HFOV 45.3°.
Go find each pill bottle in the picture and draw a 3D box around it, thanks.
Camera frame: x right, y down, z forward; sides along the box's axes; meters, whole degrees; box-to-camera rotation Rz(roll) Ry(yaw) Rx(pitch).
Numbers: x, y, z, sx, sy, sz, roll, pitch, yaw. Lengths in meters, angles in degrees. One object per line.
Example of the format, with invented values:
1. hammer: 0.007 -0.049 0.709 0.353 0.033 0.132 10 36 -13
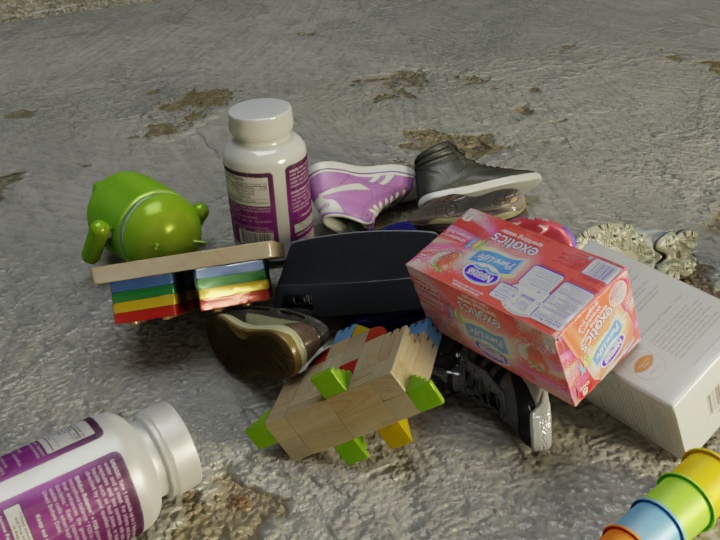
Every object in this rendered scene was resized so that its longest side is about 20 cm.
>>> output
1. pill bottle: -0.242 0.191 0.737 0.199 0.113 0.112 -22 35 -30
2. pill bottle: -0.126 -0.124 1.167 0.112 0.201 0.112 -2 30 1

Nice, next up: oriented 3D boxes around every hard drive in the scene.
1. hard drive: 0.000 0.000 1.032 0.199 0.042 0.135 -4 32 11

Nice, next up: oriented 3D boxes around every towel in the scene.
1. towel: 0.032 0.014 1.089 0.147 0.050 0.200 -17 32 -9

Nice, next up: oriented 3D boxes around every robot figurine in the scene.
1. robot figurine: -0.297 -0.066 1.184 0.175 0.116 0.200 -13 30 -41

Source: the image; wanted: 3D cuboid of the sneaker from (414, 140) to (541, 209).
1. sneaker: 0.171 -0.152 1.292 0.199 0.071 0.100 -10 69 -13

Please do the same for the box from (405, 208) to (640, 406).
1. box: 0.152 0.030 0.827 0.103 0.095 0.200 -40 39 -21

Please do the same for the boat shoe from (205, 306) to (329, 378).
1. boat shoe: -0.103 0.075 0.935 0.065 0.074 0.200 -23 18 -32

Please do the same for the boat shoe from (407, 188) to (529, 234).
1. boat shoe: 0.145 -0.060 1.178 0.074 0.074 0.200 -38 23 -33

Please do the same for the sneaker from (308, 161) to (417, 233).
1. sneaker: 0.018 -0.094 1.268 0.200 0.073 0.115 -3 59 -31

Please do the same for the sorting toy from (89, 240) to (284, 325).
1. sorting toy: -0.189 0.015 1.019 0.198 0.070 0.200 -9 1 -1

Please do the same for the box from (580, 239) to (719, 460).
1. box: 0.275 0.074 0.863 0.124 0.098 0.200 -42 42 -13

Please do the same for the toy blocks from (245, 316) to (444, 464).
1. toy blocks: -0.003 0.104 0.854 0.199 0.100 0.137 -26 20 27

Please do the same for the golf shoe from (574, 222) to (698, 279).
1. golf shoe: 0.324 -0.020 1.081 0.199 0.079 0.097 4 4 -29

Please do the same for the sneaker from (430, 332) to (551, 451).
1. sneaker: 0.120 0.118 0.873 0.113 0.076 0.200 -11 29 -2

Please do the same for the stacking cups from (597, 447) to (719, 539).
1. stacking cups: 0.233 0.221 0.698 0.200 0.061 0.060 -29 38 -32

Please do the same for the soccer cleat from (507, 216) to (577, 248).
1. soccer cleat: 0.173 -0.021 0.963 0.076 0.067 0.200 -9 -4 -34
